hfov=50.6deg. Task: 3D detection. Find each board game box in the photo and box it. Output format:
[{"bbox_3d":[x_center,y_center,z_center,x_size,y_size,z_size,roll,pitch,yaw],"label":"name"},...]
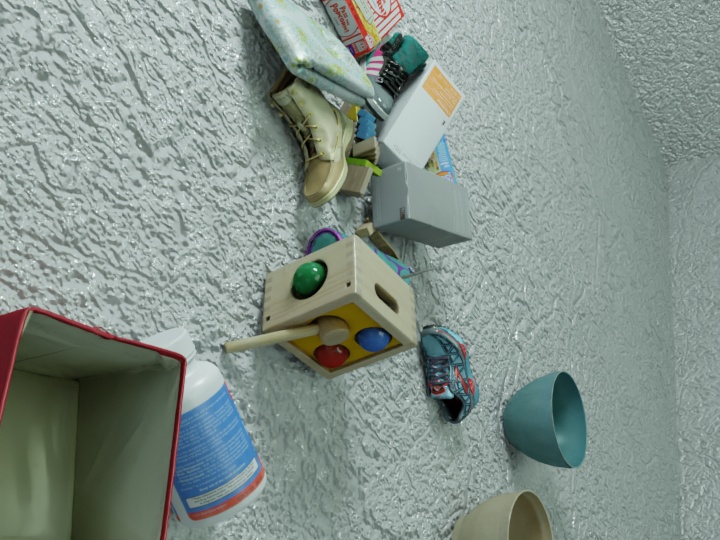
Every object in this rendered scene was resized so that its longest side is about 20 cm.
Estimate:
[{"bbox_3d":[0.002,-0.505,1.419,0.152,0.046,0.200,60,37,-24],"label":"board game box"},{"bbox_3d":[0.124,-0.236,1.511,0.152,0.045,0.201,-20,96,-56],"label":"board game box"}]

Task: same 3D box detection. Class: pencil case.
[{"bbox_3d":[0.000,0.000,1.207,0.200,0.085,0.092,23,21,-50],"label":"pencil case"}]

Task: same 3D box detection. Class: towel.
[{"bbox_3d":[-0.075,-0.347,1.187,0.200,0.048,0.171,11,40,-54],"label":"towel"}]

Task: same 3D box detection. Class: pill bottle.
[{"bbox_3d":[-0.190,0.170,0.843,0.112,0.112,0.201,-40,114,-54],"label":"pill bottle"}]

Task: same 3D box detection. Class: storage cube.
[{"bbox_3d":[-0.281,0.150,0.653,0.171,0.179,0.201,29,57,-49],"label":"storage cube"}]

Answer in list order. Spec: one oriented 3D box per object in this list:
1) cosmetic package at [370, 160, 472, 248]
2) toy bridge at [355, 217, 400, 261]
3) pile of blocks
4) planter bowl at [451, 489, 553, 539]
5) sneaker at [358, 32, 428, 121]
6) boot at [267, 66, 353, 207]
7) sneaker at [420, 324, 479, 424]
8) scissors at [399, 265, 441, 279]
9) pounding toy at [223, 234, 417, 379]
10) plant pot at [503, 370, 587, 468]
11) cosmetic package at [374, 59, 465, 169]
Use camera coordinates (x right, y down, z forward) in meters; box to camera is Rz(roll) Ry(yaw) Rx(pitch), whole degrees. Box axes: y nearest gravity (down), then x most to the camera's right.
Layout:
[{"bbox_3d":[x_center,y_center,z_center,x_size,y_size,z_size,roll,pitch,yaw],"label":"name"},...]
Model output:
[{"bbox_3d":[0.110,-0.112,1.353,0.200,0.090,0.107,15,68,-45],"label":"cosmetic package"},{"bbox_3d":[0.050,-0.002,1.337,0.067,0.027,0.201,-44,116,-54],"label":"toy bridge"},{"bbox_3d":[0.008,-0.209,1.297,0.062,0.082,0.201,26,58,-49],"label":"pile of blocks"},{"bbox_3d":[0.246,0.499,1.361,0.200,0.134,0.201,26,57,-50],"label":"planter bowl"},{"bbox_3d":[0.064,-0.353,1.349,0.084,0.121,0.200,41,30,-33],"label":"sneaker"},{"bbox_3d":[-0.082,-0.210,1.169,0.155,0.073,0.201,46,42,-39],"label":"boot"},{"bbox_3d":[0.159,0.193,1.389,0.096,0.079,0.201,-49,119,-49],"label":"sneaker"},{"bbox_3d":[0.022,0.021,1.144,0.073,0.199,0.014,41,32,-58],"label":"scissors"},{"bbox_3d":[-0.051,0.066,1.048,0.200,0.184,0.143,42,35,-41],"label":"pounding toy"},{"bbox_3d":[0.385,0.322,1.629,0.200,0.134,0.201,24,60,-51],"label":"plant pot"},{"bbox_3d":[0.099,-0.274,1.393,0.101,0.071,0.200,41,69,-29],"label":"cosmetic package"}]
